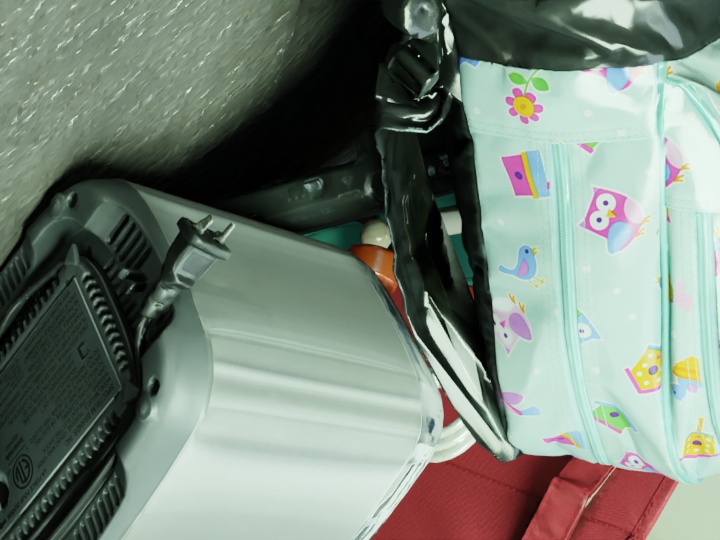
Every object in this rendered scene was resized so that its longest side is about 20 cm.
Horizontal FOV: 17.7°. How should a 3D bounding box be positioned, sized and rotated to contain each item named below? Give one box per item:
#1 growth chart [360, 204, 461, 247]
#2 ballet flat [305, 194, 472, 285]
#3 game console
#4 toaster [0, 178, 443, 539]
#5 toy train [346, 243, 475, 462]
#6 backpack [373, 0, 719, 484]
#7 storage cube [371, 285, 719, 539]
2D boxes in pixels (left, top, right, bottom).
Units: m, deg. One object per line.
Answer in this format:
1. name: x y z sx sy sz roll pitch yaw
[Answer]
1. growth chart: 0.093 -0.033 1.007 0.144 0.018 0.200 -10 -178 27
2. ballet flat: 0.000 0.000 1.063 0.068 0.068 0.199 -38 165 36
3. game console: 0.007 -0.082 0.865 0.175 0.117 0.200 -15 180 22
4. toaster: -0.064 0.054 0.766 0.129 0.114 0.200 11 128 -43
5. toy train: -0.046 0.080 0.884 0.199 0.151 0.056 -33 144 5
6. backpack: 0.090 -0.026 0.757 0.167 0.126 0.201 -42 131 -50
7. storage cube: 0.053 0.132 0.969 0.171 0.179 0.201 -53 146 -28
